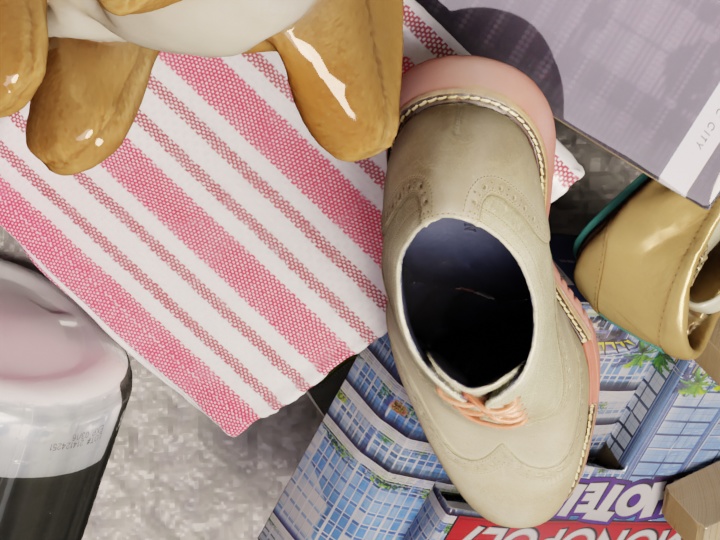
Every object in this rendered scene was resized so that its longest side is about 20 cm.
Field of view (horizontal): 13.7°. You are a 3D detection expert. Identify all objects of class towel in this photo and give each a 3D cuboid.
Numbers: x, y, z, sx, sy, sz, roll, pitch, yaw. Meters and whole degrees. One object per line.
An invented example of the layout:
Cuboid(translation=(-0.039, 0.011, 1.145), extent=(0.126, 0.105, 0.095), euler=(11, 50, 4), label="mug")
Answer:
Cuboid(translation=(-0.036, -0.036, 1.034), extent=(0.146, 0.030, 0.200), euler=(43, 129, -12), label="towel")

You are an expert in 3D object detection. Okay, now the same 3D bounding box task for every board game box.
Cuboid(translation=(0.072, 0.083, 1.140), extent=(0.200, 0.062, 0.200), euler=(3, 125, -39), label="board game box")

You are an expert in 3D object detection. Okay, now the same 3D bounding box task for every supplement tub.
Cuboid(translation=(-0.168, 0.102, 1.117), extent=(0.122, 0.123, 0.200), euler=(14, 112, -14), label="supplement tub")

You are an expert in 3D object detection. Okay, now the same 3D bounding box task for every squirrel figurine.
Cuboid(translation=(-0.097, -0.130, 0.931), extent=(0.186, 0.141, 0.200), euler=(-4, 77, 34), label="squirrel figurine")

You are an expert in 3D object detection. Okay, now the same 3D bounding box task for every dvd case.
Cuboid(translation=(0.069, -0.134, 0.984), extent=(0.200, 0.016, 0.149), euler=(31, 102, -2), label="dvd case")

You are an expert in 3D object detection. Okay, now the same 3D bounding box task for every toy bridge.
Cuboid(translation=(0.145, 0.080, 1.122), extent=(0.067, 0.027, 0.200), euler=(-22, 139, -24), label="toy bridge")

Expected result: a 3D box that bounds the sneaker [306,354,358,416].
Cuboid(translation=(0.000, 0.000, 1.110), extent=(0.074, 0.085, 0.200), euler=(-15, 117, 1), label="sneaker")

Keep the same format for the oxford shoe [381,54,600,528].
Cuboid(translation=(0.036, 0.026, 0.984), extent=(0.071, 0.074, 0.200), euler=(-2, 135, 14), label="oxford shoe")

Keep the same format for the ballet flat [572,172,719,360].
Cuboid(translation=(0.158, -0.051, 1.032), extent=(0.200, 0.063, 0.069), euler=(-49, 153, 9), label="ballet flat")
